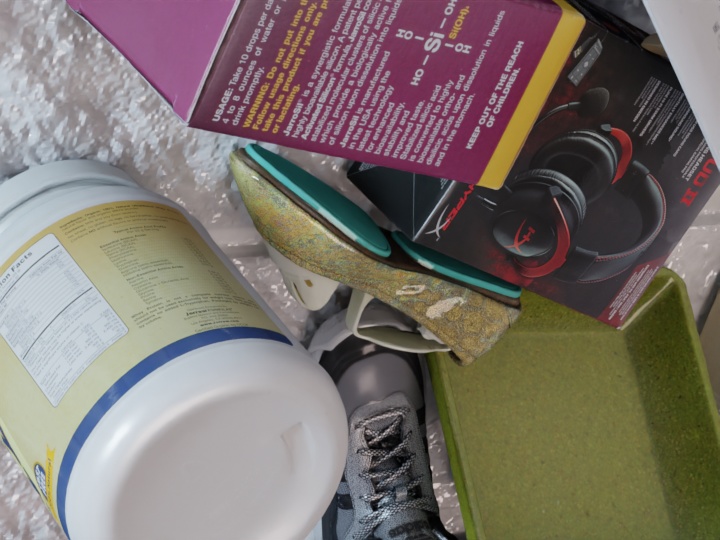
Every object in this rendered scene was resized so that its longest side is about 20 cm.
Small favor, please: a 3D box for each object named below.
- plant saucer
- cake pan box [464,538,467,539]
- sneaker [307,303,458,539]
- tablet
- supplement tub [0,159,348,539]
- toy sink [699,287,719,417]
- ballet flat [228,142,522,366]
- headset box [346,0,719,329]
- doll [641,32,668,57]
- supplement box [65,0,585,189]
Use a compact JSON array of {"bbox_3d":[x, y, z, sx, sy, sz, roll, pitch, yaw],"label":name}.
[{"bbox_3d":[0.119,0.098,1.579,0.200,0.200,0.048,1,158,-36],"label":"plant saucer"},{"bbox_3d":[0.100,0.286,1.689,0.052,0.200,0.184,-23,141,-59],"label":"cake pan box"},{"bbox_3d":[0.019,0.119,1.541,0.075,0.114,0.200,-15,132,-16],"label":"sneaker"},{"bbox_3d":[0.197,-0.136,1.398,0.130,0.014,0.200,-56,139,-24],"label":"tablet"},{"bbox_3d":[-0.110,0.048,1.335,0.144,0.200,0.145,-19,132,-23],"label":"supplement tub"},{"bbox_3d":[0.284,0.058,1.689,0.130,0.112,0.200,3,116,-37],"label":"toy sink"},{"bbox_3d":[0.000,0.000,1.457,0.200,0.071,0.071,26,106,-34],"label":"ballet flat"},{"bbox_3d":[0.115,-0.065,1.497,0.200,0.075,0.149,23,107,-44],"label":"headset box"},{"bbox_3d":[0.211,-0.198,1.445,0.136,0.048,0.200,23,84,-46],"label":"doll"},{"bbox_3d":[-0.016,-0.125,1.319,0.200,0.131,0.103,9,116,-40],"label":"supplement box"}]
